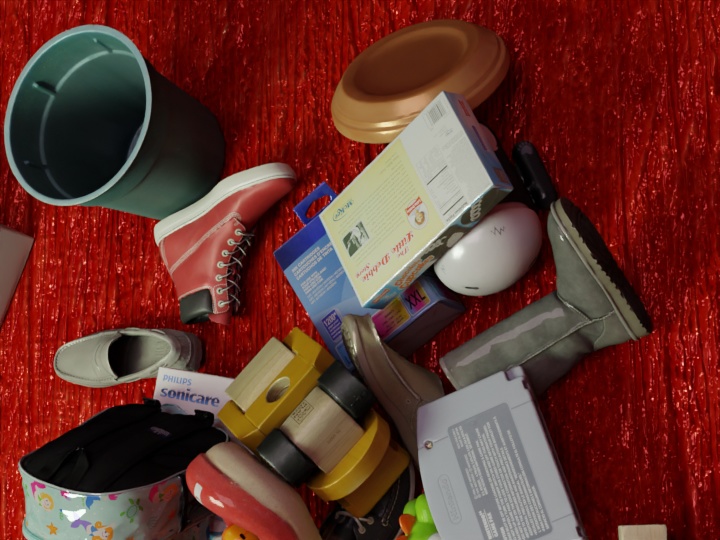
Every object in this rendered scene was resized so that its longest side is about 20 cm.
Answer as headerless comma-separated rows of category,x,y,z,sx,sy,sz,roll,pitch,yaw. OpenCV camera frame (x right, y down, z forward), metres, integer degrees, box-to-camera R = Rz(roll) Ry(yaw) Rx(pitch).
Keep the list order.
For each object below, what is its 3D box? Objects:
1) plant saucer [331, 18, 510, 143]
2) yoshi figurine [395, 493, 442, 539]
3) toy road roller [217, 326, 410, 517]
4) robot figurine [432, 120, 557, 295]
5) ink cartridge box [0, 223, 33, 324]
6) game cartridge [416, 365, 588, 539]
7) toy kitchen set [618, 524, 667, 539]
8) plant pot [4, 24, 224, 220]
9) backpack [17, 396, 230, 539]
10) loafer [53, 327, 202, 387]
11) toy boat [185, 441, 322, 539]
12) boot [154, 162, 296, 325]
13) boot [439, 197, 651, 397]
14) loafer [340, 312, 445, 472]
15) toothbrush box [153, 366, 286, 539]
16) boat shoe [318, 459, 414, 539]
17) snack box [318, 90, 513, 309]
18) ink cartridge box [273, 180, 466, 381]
plant saucer,0.058,-0.206,1.545,0.198,0.038,0.201,-18,33,12
yoshi figurine,0.095,0.319,1.444,0.111,0.112,0.202,-14,67,12
toy road roller,-0.040,0.162,1.480,0.123,0.146,0.200,-47,30,-6
robot figurine,0.106,-0.071,1.509,0.150,0.124,0.201,-42,61,31
ink cartridge box,-0.540,-0.019,1.822,0.198,0.145,0.146,20,89,29
game cartridge,0.128,0.205,1.405,0.132,0.041,0.202,-22,62,9
toy kitchen set,0.199,0.333,1.327,0.178,0.163,0.203,-3,79,9
plant pot,-0.266,-0.150,1.676,0.198,0.196,0.203,-6,76,25
backpack,-0.245,0.226,1.492,0.176,0.199,0.152,11,104,29
loafer,-0.278,0.097,1.704,0.198,0.070,0.071,-9,75,26
toy boat,-0.118,0.267,1.439,0.130,0.201,0.130,-39,42,-20
boot,-0.136,-0.022,1.658,0.199,0.072,0.146,-31,67,28
boot,0.165,0.045,1.452,0.199,0.073,0.183,-27,107,23
loafer,0.046,0.118,1.494,0.068,0.201,0.076,-32,23,-3
toothbrush box,-0.160,0.216,1.609,0.145,0.085,0.202,6,83,29
boat shoe,-0.009,0.273,1.519,0.074,0.060,0.201,35,105,28
snack box,0.051,-0.066,1.449,0.200,0.037,0.117,-43,59,31
ink cartridge box,0.000,0.000,1.578,0.136,0.076,0.201,-39,63,15
